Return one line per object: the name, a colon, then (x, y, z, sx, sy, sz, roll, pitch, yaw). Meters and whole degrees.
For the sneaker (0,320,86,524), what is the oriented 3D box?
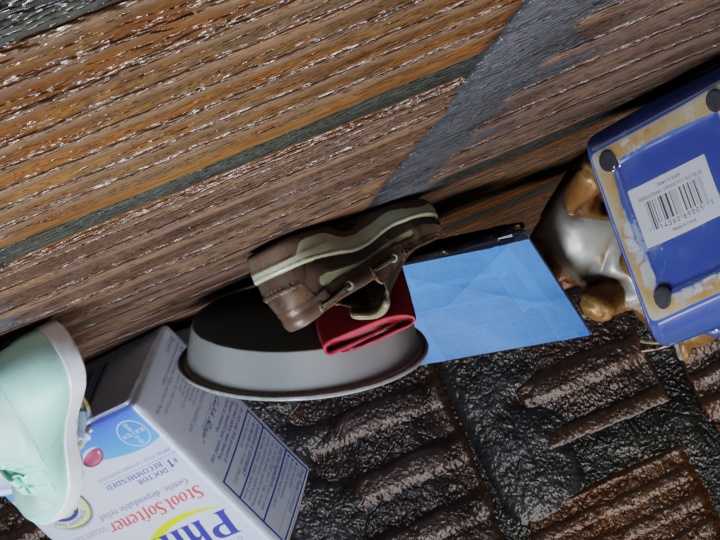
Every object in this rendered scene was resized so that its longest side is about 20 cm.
sneaker: (-0.251, 0.120, 1.530, 0.118, 0.074, 0.201, -24, 149, -26)

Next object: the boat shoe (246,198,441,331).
boat shoe: (-0.004, 0.002, 1.682, 0.075, 0.075, 0.202, -27, 175, 41)

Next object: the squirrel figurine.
squirrel figurine: (0.247, -0.008, 2.033, 0.142, 0.186, 0.200, -59, 180, 14)

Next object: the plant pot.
plant pot: (0.296, -0.057, 1.711, 0.180, 0.200, 0.200, -9, 167, -46)

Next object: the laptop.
laptop: (0.061, 0.033, 1.939, 0.187, 0.116, 0.200, -12, -177, 35)

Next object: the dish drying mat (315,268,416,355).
dish drying mat: (-0.001, 0.016, 1.772, 0.077, 0.018, 0.200, -24, -162, 4)

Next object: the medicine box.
medicine box: (-0.180, 0.173, 1.935, 0.182, 0.200, 0.103, -26, -151, 32)

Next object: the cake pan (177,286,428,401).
cake pan: (-0.047, 0.051, 1.795, 0.200, 0.037, 0.200, -4, -162, 1)

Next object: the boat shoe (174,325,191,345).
boat shoe: (-0.174, 0.106, 1.996, 0.202, 0.086, 0.075, -25, 176, 33)

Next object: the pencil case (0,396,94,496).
pencil case: (-0.263, 0.122, 1.723, 0.091, 0.083, 0.200, -4, 170, -20)
